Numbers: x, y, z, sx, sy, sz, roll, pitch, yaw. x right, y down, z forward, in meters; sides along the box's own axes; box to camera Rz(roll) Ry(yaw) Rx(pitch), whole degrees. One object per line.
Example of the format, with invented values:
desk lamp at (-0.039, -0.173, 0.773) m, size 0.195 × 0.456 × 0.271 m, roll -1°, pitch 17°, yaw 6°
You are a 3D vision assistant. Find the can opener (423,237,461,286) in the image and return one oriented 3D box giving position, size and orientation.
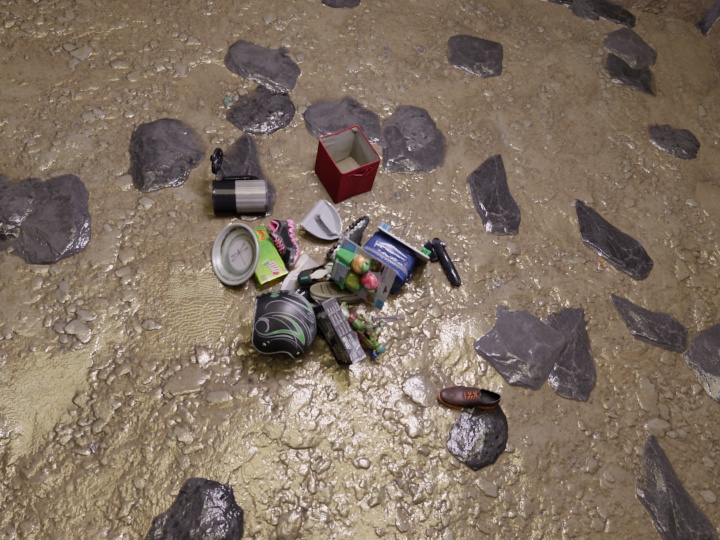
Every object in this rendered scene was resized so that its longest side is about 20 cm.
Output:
can opener at (0.306, -0.032, 1.864) m, size 0.063 × 0.078 × 0.201 m, roll -2°, pitch 57°, yaw -58°

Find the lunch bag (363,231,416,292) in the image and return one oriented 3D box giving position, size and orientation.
lunch bag at (0.088, -0.016, 1.755) m, size 0.198 × 0.136 × 0.133 m, roll 31°, pitch 63°, yaw 9°

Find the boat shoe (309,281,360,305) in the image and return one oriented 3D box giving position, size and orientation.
boat shoe at (-0.076, 0.082, 1.682) m, size 0.197 × 0.069 × 0.075 m, roll 0°, pitch 43°, yaw -28°

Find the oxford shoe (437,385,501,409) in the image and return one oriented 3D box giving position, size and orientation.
oxford shoe at (0.341, 0.389, 1.620) m, size 0.197 × 0.073 × 0.072 m, roll 4°, pitch 61°, yaw -9°

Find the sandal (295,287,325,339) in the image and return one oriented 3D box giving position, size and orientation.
sandal at (-0.139, 0.143, 1.655) m, size 0.200 × 0.043 × 0.076 m, roll 48°, pitch 63°, yaw -3°

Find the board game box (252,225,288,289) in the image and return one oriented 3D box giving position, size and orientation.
board game box at (-0.329, -0.045, 1.738) m, size 0.101 × 0.048 × 0.201 m, roll -23°, pitch 68°, yaw -22°

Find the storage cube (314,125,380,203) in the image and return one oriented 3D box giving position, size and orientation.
storage cube at (-0.052, -0.385, 1.907) m, size 0.169 × 0.180 × 0.201 m, roll -24°, pitch 69°, yaw -23°

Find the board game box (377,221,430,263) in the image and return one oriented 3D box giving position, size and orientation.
board game box at (0.153, -0.094, 1.784) m, size 0.198 × 0.200 × 0.026 m, roll 32°, pitch 90°, yaw 7°

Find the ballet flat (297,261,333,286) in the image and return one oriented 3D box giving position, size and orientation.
ballet flat at (-0.118, 0.012, 1.698) m, size 0.199 × 0.068 × 0.069 m, roll -22°, pitch 96°, yaw -48°

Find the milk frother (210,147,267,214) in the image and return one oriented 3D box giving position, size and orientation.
milk frother at (-0.415, -0.306, 1.779) m, size 0.185 × 0.201 × 0.183 m, roll -4°, pitch 58°, yaw -14°

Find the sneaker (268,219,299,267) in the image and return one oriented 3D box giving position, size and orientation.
sneaker at (-0.265, -0.095, 1.744) m, size 0.094 × 0.079 × 0.202 m, roll 13°, pitch 44°, yaw -35°

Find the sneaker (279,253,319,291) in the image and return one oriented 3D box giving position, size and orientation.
sneaker at (-0.197, 0.038, 1.707) m, size 0.091 × 0.076 × 0.201 m, roll 30°, pitch 61°, yaw 1°

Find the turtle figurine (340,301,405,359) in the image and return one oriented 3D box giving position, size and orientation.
turtle figurine at (0.030, 0.157, 1.649) m, size 0.193 × 0.202 × 0.144 m, roll 34°, pitch 26°, yaw 13°

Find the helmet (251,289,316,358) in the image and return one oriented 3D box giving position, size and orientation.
helmet at (-0.225, 0.161, 1.561) m, size 0.187 × 0.201 × 0.203 m, roll 5°, pitch 60°, yaw -7°

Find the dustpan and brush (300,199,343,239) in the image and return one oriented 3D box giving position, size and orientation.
dustpan and brush at (-0.097, -0.142, 1.830) m, size 0.200 × 0.057 × 0.140 m, roll 47°, pitch 60°, yaw -19°

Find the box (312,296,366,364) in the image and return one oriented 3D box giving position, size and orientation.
box at (-0.071, 0.186, 1.565) m, size 0.049 × 0.157 × 0.202 m, roll -28°, pitch 92°, yaw -21°

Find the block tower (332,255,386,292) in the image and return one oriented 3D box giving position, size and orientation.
block tower at (0.000, 0.000, 1.702) m, size 0.199 × 0.058 × 0.054 m, roll 40°, pitch 54°, yaw 13°

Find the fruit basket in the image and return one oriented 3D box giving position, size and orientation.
fruit basket at (0.003, 0.017, 1.593) m, size 0.199 × 0.187 × 0.094 m, roll 38°, pitch 47°, yaw 17°

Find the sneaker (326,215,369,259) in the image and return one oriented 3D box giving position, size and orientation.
sneaker at (-0.026, -0.097, 1.800) m, size 0.090 × 0.066 × 0.200 m, roll 43°, pitch 82°, yaw -19°

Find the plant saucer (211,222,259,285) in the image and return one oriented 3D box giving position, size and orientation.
plant saucer at (-0.395, -0.051, 1.687) m, size 0.197 × 0.050 × 0.204 m, roll -3°, pitch 83°, yaw 29°
